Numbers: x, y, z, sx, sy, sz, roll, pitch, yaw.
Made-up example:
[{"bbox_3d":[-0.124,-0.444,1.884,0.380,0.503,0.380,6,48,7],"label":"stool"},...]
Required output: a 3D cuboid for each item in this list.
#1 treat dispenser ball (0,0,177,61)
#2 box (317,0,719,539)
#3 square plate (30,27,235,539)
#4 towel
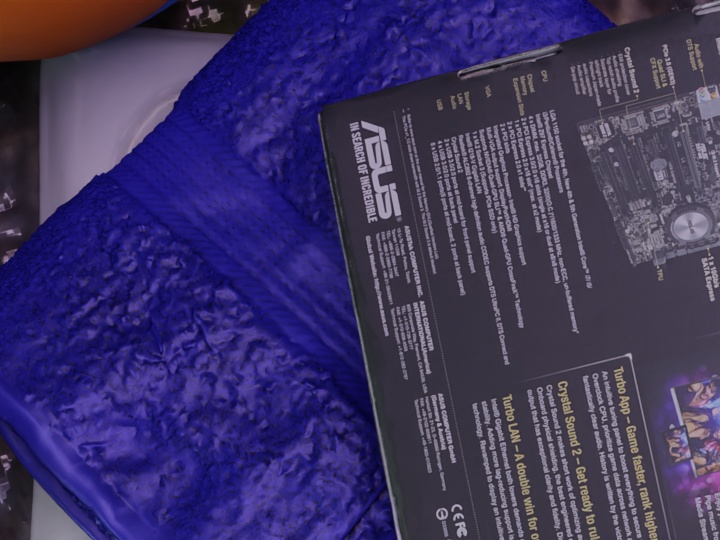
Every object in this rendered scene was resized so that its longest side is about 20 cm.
[{"bbox_3d":[-0.105,-0.154,0.789,0.200,0.201,0.202,2,75,-6],"label":"treat dispenser ball"},{"bbox_3d":[0.086,0.039,0.722,0.160,0.044,0.201,-15,76,13],"label":"box"},{"bbox_3d":[0.008,0.025,0.843,0.199,0.028,0.199,1,74,-6],"label":"square plate"},{"bbox_3d":[0.000,0.000,0.799,0.148,0.050,0.200,43,81,11],"label":"towel"}]
